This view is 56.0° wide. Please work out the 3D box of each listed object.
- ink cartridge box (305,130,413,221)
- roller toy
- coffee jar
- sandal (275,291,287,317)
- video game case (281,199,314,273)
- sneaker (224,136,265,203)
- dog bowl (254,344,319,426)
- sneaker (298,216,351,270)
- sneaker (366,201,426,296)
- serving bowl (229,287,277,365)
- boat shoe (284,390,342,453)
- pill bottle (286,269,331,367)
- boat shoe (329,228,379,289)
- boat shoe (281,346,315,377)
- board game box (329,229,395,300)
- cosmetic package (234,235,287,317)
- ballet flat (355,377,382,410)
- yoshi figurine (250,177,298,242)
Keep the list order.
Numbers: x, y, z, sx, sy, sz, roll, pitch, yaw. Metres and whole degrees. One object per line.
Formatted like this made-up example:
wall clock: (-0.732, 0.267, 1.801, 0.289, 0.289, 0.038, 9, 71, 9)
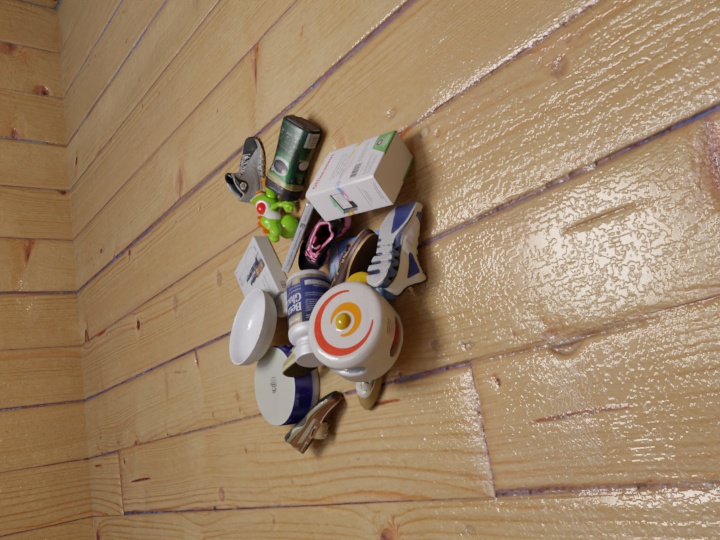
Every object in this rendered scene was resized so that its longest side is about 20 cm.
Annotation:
ink cartridge box: (-0.003, -0.199, 1.446, 0.197, 0.084, 0.147, -10, 42, 40)
roller toy: (-0.010, 0.123, 1.394, 0.200, 0.140, 0.183, -43, 56, 2)
coffee jar: (-0.174, -0.283, 1.725, 0.103, 0.085, 0.204, 33, 116, 24)
sandal: (-0.149, 0.074, 1.725, 0.200, 0.049, 0.085, -15, 61, 48)
video game case: (-0.135, -0.115, 1.638, 0.201, 0.023, 0.185, -78, 10, -64)
sneaker: (-0.329, -0.285, 1.896, 0.074, 0.113, 0.206, -23, 72, 47)
dog bowl: (-0.193, 0.295, 1.748, 0.198, 0.077, 0.206, -2, 88, 51)
sneaker: (-0.100, -0.061, 1.563, 0.078, 0.096, 0.202, 36, 125, 3)
sneaker: (0.090, -0.031, 1.411, 0.079, 0.115, 0.203, -1, 59, 47)
serving bowl: (-0.270, 0.153, 1.763, 0.199, 0.065, 0.204, -39, 41, 43)
boat shoe: (-0.104, 0.373, 1.652, 0.074, 0.075, 0.200, 46, 118, 7)
pill bottle: (-0.113, 0.111, 1.548, 0.111, 0.109, 0.204, -39, 47, 42)
boat shoe: (-0.021, -0.010, 1.492, 0.070, 0.069, 0.203, 46, 123, 36)
boat shoe: (-0.113, 0.181, 1.628, 0.200, 0.073, 0.064, -42, 47, 16)
board game box: (0.000, 0.000, 1.550, 0.198, 0.036, 0.156, -12, 79, 51)
cosmetic package: (-0.272, 0.030, 1.873, 0.152, 0.051, 0.202, -57, 50, 36)
ballet flat: (0.019, 0.221, 1.501, 0.068, 0.062, 0.204, 36, 116, 42)
yoshi figurine: (-0.216, -0.150, 1.796, 0.110, 0.113, 0.203, -22, 49, 6)
